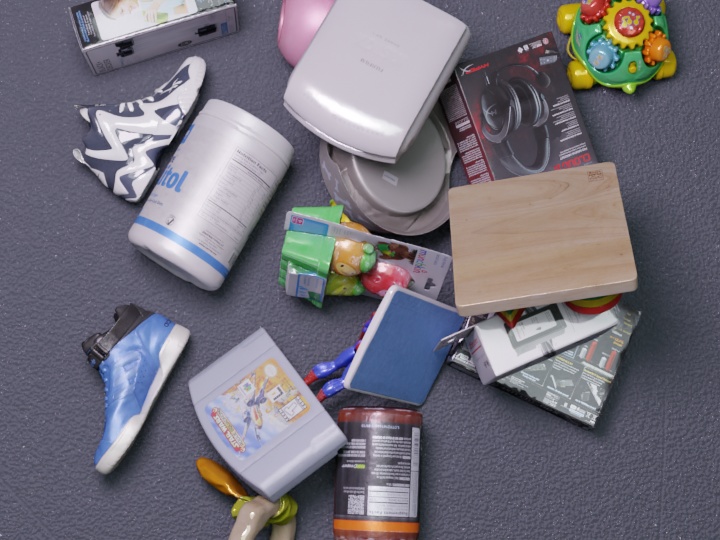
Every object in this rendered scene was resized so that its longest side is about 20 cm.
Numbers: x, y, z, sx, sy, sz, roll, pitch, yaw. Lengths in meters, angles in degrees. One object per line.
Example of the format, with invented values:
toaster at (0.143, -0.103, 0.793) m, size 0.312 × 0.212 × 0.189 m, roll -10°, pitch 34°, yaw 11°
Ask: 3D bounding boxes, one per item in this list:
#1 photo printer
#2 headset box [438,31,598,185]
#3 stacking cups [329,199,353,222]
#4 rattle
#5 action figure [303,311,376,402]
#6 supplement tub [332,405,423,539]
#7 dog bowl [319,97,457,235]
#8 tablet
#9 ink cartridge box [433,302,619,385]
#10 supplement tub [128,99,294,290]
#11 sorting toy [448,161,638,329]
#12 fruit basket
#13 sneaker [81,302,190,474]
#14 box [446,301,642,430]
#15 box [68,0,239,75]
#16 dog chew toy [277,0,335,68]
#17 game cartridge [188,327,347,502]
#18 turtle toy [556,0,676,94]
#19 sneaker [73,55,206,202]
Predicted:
photo printer at (0.014, -0.232, 1.637) m, size 0.165 × 0.070 × 0.201 m, roll 28°, pitch 72°, yaw 6°
headset box at (0.195, -0.173, 1.735) m, size 0.148 × 0.077 × 0.202 m, roll -20°, pitch 91°, yaw -20°
stacking cups at (-0.007, -0.141, 1.756) m, size 0.060 × 0.061 × 0.203 m, roll 4°, pitch 81°, yaw -2°
rattle at (-0.160, 0.347, 1.673) m, size 0.141 × 0.130 × 0.202 m, roll 15°, pitch 107°, yaw 11°
action figure at (0.002, 0.104, 1.693) m, size 0.200 × 0.052 × 0.066 m, roll -43°, pitch 42°, yaw 15°
supplement tub at (0.020, 0.265, 1.672) m, size 0.106 × 0.107 × 0.203 m, roll 3°, pitch 81°, yaw -2°
dog bowl at (0.036, -0.137, 1.720) m, size 0.198 × 0.058 × 0.203 m, roll 7°, pitch 76°, yaw -32°
tablet at (0.054, 0.092, 1.654) m, size 0.014 × 0.199 × 0.131 m, roll 28°, pitch 93°, yaw 31°
ink cartridge box at (0.192, 0.079, 1.652) m, size 0.198 × 0.116 × 0.068 m, roll -22°, pitch 81°, yaw -6°
supplement tub at (-0.181, -0.090, 1.707) m, size 0.131 × 0.132 × 0.201 m, roll 28°, pitch 80°, yaw 2°
sorting toy at (0.207, -0.020, 1.603) m, size 0.197 × 0.070 × 0.200 m, roll -9°, pitch 43°, yaw 8°
fruit basket at (0.000, 0.000, 1.674) m, size 0.198 × 0.186 × 0.095 m, roll 20°, pitch 67°, yaw 2°
sneaker at (-0.298, 0.136, 1.691) m, size 0.110 × 0.077 × 0.201 m, roll 28°, pitch 77°, yaw -4°
box at (0.227, 0.084, 1.737) m, size 0.198 × 0.050 × 0.159 m, roll 24°, pitch 81°, yaw 1°
box at (-0.254, -0.312, 1.747) m, size 0.198 × 0.117 × 0.061 m, roll -17°, pitch 84°, yaw -6°
dog chew toy at (-0.002, -0.299, 1.757) m, size 0.198 × 0.125 × 0.126 m, roll 8°, pitch 81°, yaw -10°
game cartridge at (-0.119, 0.172, 1.670) m, size 0.133 × 0.042 × 0.200 m, roll -34°, pitch 54°, yaw -11°
turtle toy at (0.327, -0.323, 1.779) m, size 0.144 × 0.101 × 0.203 m, roll -8°, pitch 82°, yaw -4°
sneaker at (-0.284, -0.199, 1.744) m, size 0.129 × 0.079 × 0.201 m, roll 29°, pitch 91°, yaw -6°
